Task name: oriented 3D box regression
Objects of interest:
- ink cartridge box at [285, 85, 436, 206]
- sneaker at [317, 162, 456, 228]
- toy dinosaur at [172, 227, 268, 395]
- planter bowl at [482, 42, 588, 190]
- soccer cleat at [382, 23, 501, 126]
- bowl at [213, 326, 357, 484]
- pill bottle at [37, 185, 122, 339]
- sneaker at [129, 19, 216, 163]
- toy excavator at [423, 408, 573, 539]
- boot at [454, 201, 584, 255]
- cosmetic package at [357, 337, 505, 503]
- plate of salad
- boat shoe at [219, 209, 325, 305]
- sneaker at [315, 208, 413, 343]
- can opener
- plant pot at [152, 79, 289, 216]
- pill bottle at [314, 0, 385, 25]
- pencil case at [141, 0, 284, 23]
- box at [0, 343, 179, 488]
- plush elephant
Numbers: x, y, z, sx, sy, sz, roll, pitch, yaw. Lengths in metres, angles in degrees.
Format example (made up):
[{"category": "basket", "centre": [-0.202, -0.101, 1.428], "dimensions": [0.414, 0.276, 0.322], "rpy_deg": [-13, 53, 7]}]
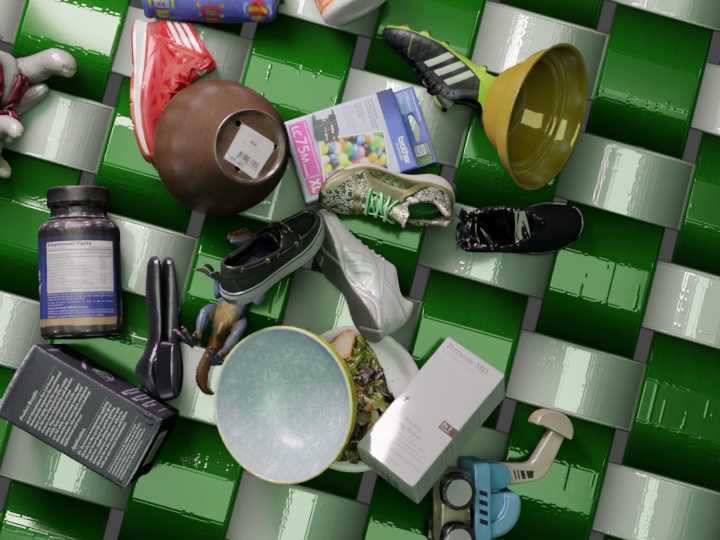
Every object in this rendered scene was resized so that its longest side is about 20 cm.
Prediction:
[{"category": "ink cartridge box", "centre": [-0.001, -0.179, 1.563], "dimensions": [0.197, 0.042, 0.121], "rpy_deg": [-18, 87, -3]}, {"category": "sneaker", "centre": [0.041, -0.094, 1.512], "dimensions": [0.197, 0.089, 0.078], "rpy_deg": [2, 119, -9]}, {"category": "toy dinosaur", "centre": [-0.187, 0.038, 1.535], "dimensions": [0.104, 0.201, 0.183], "rpy_deg": [29, 49, -2]}, {"category": "planter bowl", "centre": [0.225, -0.219, 1.523], "dimensions": [0.083, 0.200, 0.202], "rpy_deg": [24, 85, 36]}, {"category": "soccer cleat", "centre": [0.111, -0.275, 1.557], "dimensions": [0.198, 0.068, 0.082], "rpy_deg": [29, 88, -2]}, {"category": "bowl", "centre": [-0.085, 0.174, 1.477], "dimensions": [0.197, 0.108, 0.204], "rpy_deg": [0, 89, 18]}, {"category": "pill bottle", "centre": [-0.381, -0.009, 1.511], "dimensions": [0.110, 0.112, 0.203], "rpy_deg": [-2, 86, -1]}, {"category": "sneaker", "centre": [-0.258, -0.253, 1.545], "dimensions": [0.114, 0.078, 0.203], "rpy_deg": [-4, 88, 0]}, {"category": "toy excavator", "centre": [0.191, 0.290, 1.519], "dimensions": [0.197, 0.100, 0.198], "rpy_deg": [1, 88, -14]}, {"category": "boot", "centre": [0.218, -0.058, 1.496], "dimensions": [0.195, 0.162, 0.075], "rpy_deg": [-5, 88, -1]}, {"category": "cosmetic package", "centre": [0.097, 0.199, 1.486], "dimensions": [0.101, 0.074, 0.200], "rpy_deg": [32, 70, 24]}, {"category": "plate of salad", "centre": [-0.009, 0.178, 1.537], "dimensions": [0.197, 0.048, 0.203], "rpy_deg": [0, 86, -1]}, {"category": "boat shoe", "centre": [-0.112, -0.030, 1.451], "dimensions": [0.068, 0.057, 0.200], "rpy_deg": [18, 42, 28]}, {"category": "sneaker", "centre": [0.000, 0.000, 1.545], "dimensions": [0.080, 0.070, 0.202], "rpy_deg": [-25, 79, -29]}, {"category": "can opener", "centre": [-0.271, 0.081, 1.537], "dimensions": [0.078, 0.063, 0.203], "rpy_deg": [-9, 76, 25]}, {"category": "plant pot", "centre": [-0.165, -0.160, 1.453], "dimensions": [0.184, 0.200, 0.190], "rpy_deg": [-2, 97, -19]}, {"category": "pill bottle", "centre": [-0.042, -0.454, 1.543], "dimensions": [0.108, 0.110, 0.202], "rpy_deg": [-25, 87, -2]}, {"category": "pencil case", "centre": [-0.206, -0.392, 1.552], "dimensions": [0.197, 0.078, 0.088], "rpy_deg": [2, 67, 0]}, {"category": "box", "centre": [-0.359, 0.189, 1.483], "dimensions": [0.198, 0.148, 0.105], "rpy_deg": [29, 87, 2]}, {"category": "plush elephant", "centre": [-0.502, -0.218, 1.502], "dimensions": [0.198, 0.164, 0.157], "rpy_deg": [-17, 72, 26]}]
